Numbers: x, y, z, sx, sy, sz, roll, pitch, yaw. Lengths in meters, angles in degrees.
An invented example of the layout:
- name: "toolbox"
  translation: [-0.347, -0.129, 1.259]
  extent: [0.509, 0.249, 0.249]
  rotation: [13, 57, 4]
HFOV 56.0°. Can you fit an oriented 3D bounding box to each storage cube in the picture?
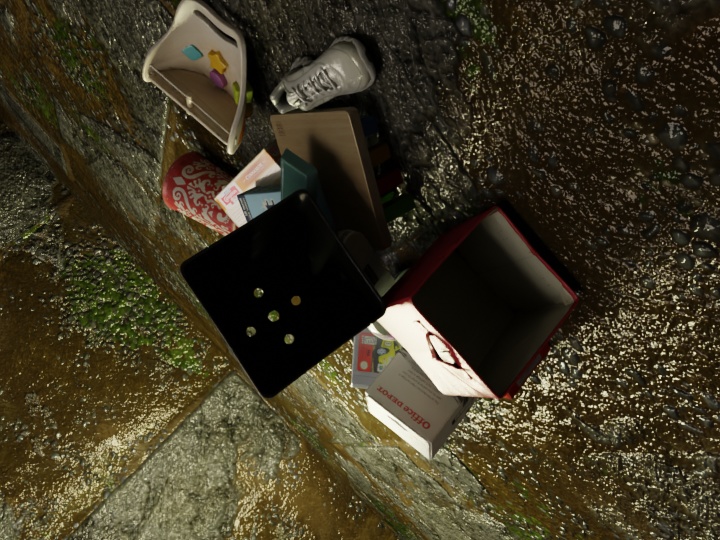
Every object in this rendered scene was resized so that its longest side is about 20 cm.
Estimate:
- name: "storage cube"
  translation: [0.144, 0.050, 0.912]
  extent: [0.171, 0.200, 0.180]
  rotation: [46, 163, -5]

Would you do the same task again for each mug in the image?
- name: "mug"
  translation: [-0.292, -0.155, 1.451]
  extent: [0.198, 0.177, 0.135]
  rotation: [29, 116, 24]

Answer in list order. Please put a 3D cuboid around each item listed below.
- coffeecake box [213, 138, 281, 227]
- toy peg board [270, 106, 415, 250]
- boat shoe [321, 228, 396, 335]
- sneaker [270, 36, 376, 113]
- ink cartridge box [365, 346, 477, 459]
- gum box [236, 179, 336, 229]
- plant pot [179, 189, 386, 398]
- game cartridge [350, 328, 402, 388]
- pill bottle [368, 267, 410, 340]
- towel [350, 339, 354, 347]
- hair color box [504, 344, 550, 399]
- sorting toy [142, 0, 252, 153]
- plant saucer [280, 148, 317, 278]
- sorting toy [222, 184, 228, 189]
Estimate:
- name: "coffeecake box"
  translation: [-0.135, -0.105, 1.195]
  extent: [0.153, 0.073, 0.201]
  rotation: [-35, 101, 33]
- name: "toy peg board"
  translation: [-0.019, -0.152, 1.013]
  extent: [0.198, 0.097, 0.202]
  rotation: [13, 126, 50]
- name: "boat shoe"
  translation: [0.002, 0.014, 1.005]
  extent: [0.063, 0.071, 0.202]
  rotation: [16, 144, 44]
- name: "sneaker"
  translation: [-0.052, -0.249, 0.897]
  extent: [0.199, 0.081, 0.076]
  rotation: [1, 130, 57]
- name: "ink cartridge box"
  translation: [0.124, 0.199, 1.179]
  extent: [0.145, 0.200, 0.085]
  rotation: [33, 155, 26]
- name: "gum box"
  translation: [-0.108, -0.052, 1.085]
  extent: [0.198, 0.044, 0.172]
  rotation: [3, 118, 52]
- name: "plant pot"
  translation: [-0.112, 0.045, 0.937]
  extent: [0.201, 0.199, 0.177]
  rotation: [54, 162, 5]
- name: "game cartridge"
  translation: [0.050, 0.151, 1.293]
  extent: [0.130, 0.041, 0.203]
  rotation: [3, 123, 0]
- name: "pill bottle"
  translation: [0.085, 0.054, 1.120]
  extent: [0.113, 0.112, 0.200]
  rotation: [48, 157, -8]
- name: "towel"
  translation: [-0.047, 0.053, 1.328]
  extent: [0.201, 0.034, 0.133]
  rotation: [61, -173, -33]
- name: "hair color box"
  translation: [0.185, 0.125, 1.069]
  extent: [0.064, 0.111, 0.199]
  rotation: [55, 155, -21]
- name: "sorting toy"
  translation: [-0.234, -0.324, 1.061]
  extent: [0.199, 0.107, 0.181]
  rotation: [40, 147, 7]
- name: "plant saucer"
  translation: [-0.093, -0.075, 0.991]
  extent: [0.070, 0.019, 0.202]
  rotation: [36, 139, 30]
- name: "sorting toy"
  translation: [-0.140, -0.097, 1.287]
  extent: [0.178, 0.107, 0.203]
  rotation: [-3, 117, 43]
